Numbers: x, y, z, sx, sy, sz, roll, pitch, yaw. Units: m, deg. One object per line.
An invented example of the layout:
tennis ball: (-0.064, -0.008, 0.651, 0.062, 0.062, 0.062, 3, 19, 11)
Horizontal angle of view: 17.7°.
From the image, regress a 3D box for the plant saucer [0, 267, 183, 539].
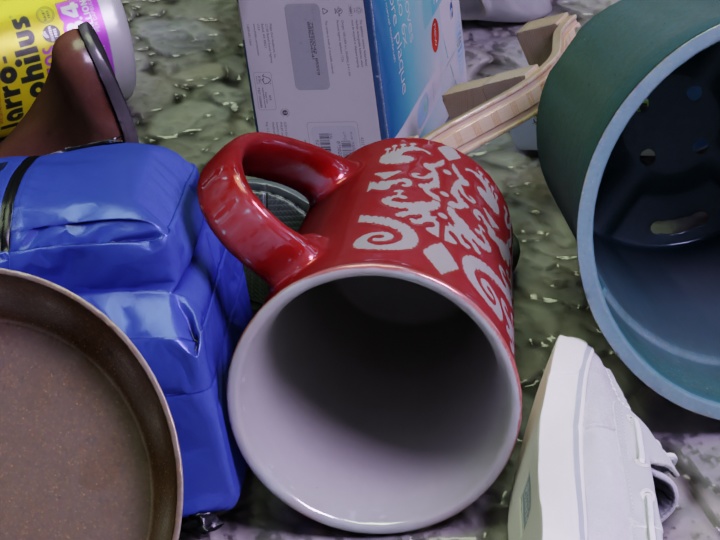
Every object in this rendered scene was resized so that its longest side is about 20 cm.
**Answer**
plant saucer: (-0.170, 0.099, 0.992, 0.199, 0.201, 0.034, -5, -12, 6)

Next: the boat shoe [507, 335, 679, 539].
boat shoe: (0.106, 0.094, 1.016, 0.068, 0.072, 0.200, 14, 21, -2)

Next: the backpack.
backpack: (-0.159, 0.031, 1.103, 0.199, 0.168, 0.163, -8, 18, 8)

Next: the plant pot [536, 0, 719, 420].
plant pot: (0.181, -0.051, 1.154, 0.199, 0.201, 0.196, -11, 18, -6)

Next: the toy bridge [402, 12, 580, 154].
toy bridge: (0.079, -0.098, 1.314, 0.067, 0.027, 0.200, -10, 21, 39)

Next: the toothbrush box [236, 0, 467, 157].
toothbrush box: (0.000, -0.141, 1.412, 0.085, 0.147, 0.200, 0, 27, 15)

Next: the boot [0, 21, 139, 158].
boot: (-0.225, -0.049, 1.269, 0.199, 0.188, 0.069, -15, 65, -17)

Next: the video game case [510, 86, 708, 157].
video game case: (0.212, -0.119, 1.369, 0.199, 0.046, 0.181, -21, 14, -23)

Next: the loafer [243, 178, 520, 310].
loafer: (-0.010, -0.012, 1.268, 0.199, 0.072, 0.063, 7, 10, 14)

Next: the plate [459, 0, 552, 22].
plate: (0.008, -0.224, 1.564, 0.199, 0.200, 0.032, 8, 65, 30)

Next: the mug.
mug: (0.012, 0.000, 1.111, 0.133, 0.178, 0.200, -10, 22, 12)

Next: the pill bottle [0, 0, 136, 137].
pill bottle: (-0.256, -0.135, 1.521, 0.199, 0.105, 0.104, -18, 28, -16)
